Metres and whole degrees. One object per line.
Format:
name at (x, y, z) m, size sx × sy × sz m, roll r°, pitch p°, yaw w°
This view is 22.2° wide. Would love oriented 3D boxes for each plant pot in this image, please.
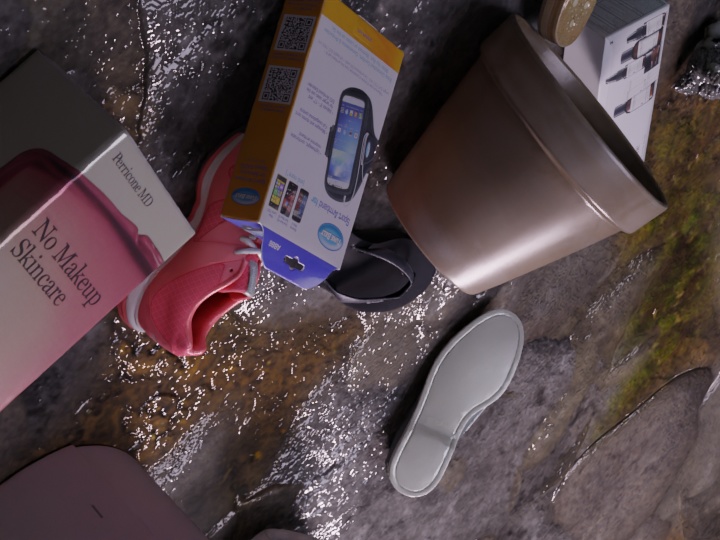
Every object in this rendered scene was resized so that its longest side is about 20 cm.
plant pot at (0.123, -0.077, 1.492) m, size 0.173 × 0.200 × 0.200 m, roll -40°, pitch 148°, yaw 14°

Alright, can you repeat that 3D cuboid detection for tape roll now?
tape roll at (-0.215, 0.260, 1.454) m, size 0.202 × 0.139 × 0.203 m, roll -30°, pitch 142°, yaw -26°

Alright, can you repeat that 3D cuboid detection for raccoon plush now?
raccoon plush at (0.390, -0.154, 1.716) m, size 0.134 × 0.200 × 0.097 m, roll -31°, pitch 169°, yaw -26°

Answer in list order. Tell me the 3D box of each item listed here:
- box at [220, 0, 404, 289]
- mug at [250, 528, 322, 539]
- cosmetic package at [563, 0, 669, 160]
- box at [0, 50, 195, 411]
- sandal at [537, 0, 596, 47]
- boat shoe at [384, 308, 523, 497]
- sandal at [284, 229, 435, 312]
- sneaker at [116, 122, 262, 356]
box at (-0.036, -0.091, 1.338) m, size 0.119 × 0.041 × 0.201 m, roll 31°, pitch 75°, yaw -56°
mug at (-0.071, 0.333, 1.701) m, size 0.200 × 0.147 × 0.176 m, roll -16°, pitch 124°, yaw -83°
cosmetic package at (0.220, -0.150, 1.630) m, size 0.082 × 0.051 × 0.201 m, roll -28°, pitch 141°, yaw -27°
box at (-0.229, -0.019, 1.194) m, size 0.200 × 0.109 × 0.128 m, roll -43°, pitch 145°, yaw -9°
sandal at (0.212, -0.272, 1.468) m, size 0.077 × 0.069 × 0.213 m, roll -12°, pitch 127°, yaw -53°
boat shoe at (0.086, 0.121, 1.750) m, size 0.201 × 0.073 × 0.062 m, roll -59°, pitch -171°, yaw 2°
sandal at (-0.001, 0.000, 1.531) m, size 0.200 × 0.043 × 0.076 m, roll 16°, pitch 110°, yaw -54°
sneaker at (-0.093, -0.020, 1.367) m, size 0.200 × 0.087 × 0.074 m, roll -54°, pitch 146°, yaw 6°
